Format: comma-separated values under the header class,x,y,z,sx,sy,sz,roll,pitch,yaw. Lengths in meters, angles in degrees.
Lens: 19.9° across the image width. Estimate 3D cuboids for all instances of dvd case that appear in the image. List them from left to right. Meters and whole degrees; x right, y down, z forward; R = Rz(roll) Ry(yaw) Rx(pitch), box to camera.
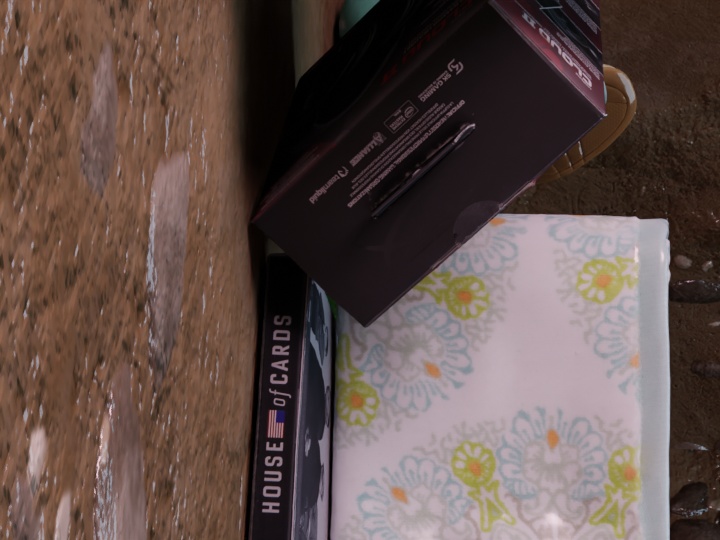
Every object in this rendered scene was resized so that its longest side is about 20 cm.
class,x,y,z,sx,sy,sz,roll,pitch,yaw
dvd case,-0.028,0.089,1.011,0.200,0.025,0.152,74,18,-75

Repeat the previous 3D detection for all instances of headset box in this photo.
class,x,y,z,sx,sy,sz,roll,pitch,yaw
headset box,0.034,-0.076,0.940,0.149,0.077,0.200,-42,-166,22

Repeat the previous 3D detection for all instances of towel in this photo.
class,x,y,z,sx,sy,sz,roll,pitch,yaw
towel,0.070,0.072,1.027,0.048,0.170,0.202,36,55,-82

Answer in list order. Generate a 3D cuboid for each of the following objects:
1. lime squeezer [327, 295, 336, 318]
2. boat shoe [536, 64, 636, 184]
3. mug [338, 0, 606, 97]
class,x,y,z,sx,sy,sz,roll,pitch,yaw
lime squeezer,0.000,0.000,1.135,0.071,0.037,0.202,41,-45,53
boat shoe,0.084,-0.089,1.357,0.066,0.199,0.074,-113,180,-60
mug,0.060,-0.118,1.245,0.152,0.114,0.185,50,-6,24
